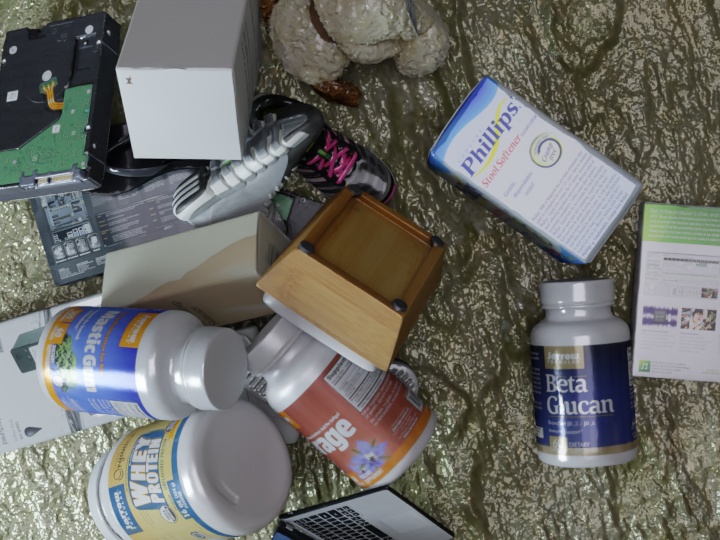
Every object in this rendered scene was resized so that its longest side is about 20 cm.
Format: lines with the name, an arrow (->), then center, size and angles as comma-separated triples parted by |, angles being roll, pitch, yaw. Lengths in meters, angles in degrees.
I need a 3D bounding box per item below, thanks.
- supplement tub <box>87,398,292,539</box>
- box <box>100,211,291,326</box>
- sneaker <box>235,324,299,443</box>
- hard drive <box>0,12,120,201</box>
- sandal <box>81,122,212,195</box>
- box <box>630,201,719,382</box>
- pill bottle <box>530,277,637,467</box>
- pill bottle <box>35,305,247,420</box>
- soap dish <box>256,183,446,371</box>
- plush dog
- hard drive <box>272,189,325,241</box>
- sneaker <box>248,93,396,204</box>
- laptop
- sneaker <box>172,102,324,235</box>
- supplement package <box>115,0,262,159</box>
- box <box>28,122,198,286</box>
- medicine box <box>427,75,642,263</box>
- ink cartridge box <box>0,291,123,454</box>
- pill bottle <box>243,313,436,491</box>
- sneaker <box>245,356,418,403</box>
supplement tub -> -0.188, 0.227, 1.273 | 0.200, 0.145, 0.145 | -24, 90, 39
box -> -0.175, 0.010, 1.282 | 0.199, 0.095, 0.078 | -15, 58, 24
sneaker -> -0.136, 0.115, 1.341 | 0.200, 0.078, 0.099 | 40, 88, -1
hard drive -> -0.341, -0.181, 1.304 | 0.139, 0.038, 0.201 | -7, 68, 22
sandal -> -0.231, -0.134, 1.303 | 0.199, 0.043, 0.076 | -13, 90, 3
box -> 0.383, 0.026, 1.336 | 0.144, 0.036, 0.201 | 5, 93, 2
pill bottle -> 0.245, 0.110, 1.305 | 0.111, 0.111, 0.201 | -4, 91, 3
pill bottle -> -0.221, 0.094, 1.202 | 0.199, 0.112, 0.113 | 1, 91, 27
soap dish -> 0.000, 0.000, 1.235 | 0.157, 0.200, 0.081 | 33, 124, 1
plush dog -> -0.023, -0.276, 1.305 | 0.172, 0.160, 0.200 | -32, 90, 26
hard drive -> -0.043, -0.005, 1.352 | 0.199, 0.038, 0.140 | 17, 92, 1
sneaker -> -0.050, -0.135, 1.324 | 0.200, 0.087, 0.074 | 35, 92, 1
laptop -> -0.015, 0.335, 1.265 | 0.199, 0.187, 0.116 | -19, 56, 18
sneaker -> -0.098, -0.093, 1.285 | 0.200, 0.075, 0.116 | -31, 124, 20
supplement package -> -0.178, -0.226, 1.261 | 0.121, 0.200, 0.120 | 2, 135, 3
box -> -0.276, -0.084, 1.354 | 0.199, 0.051, 0.158 | -17, 90, 3
medicine box -> 0.180, -0.103, 1.267 | 0.200, 0.182, 0.103 | 35, 92, 2
ink cartridge box -> -0.347, 0.114, 1.344 | 0.199, 0.084, 0.146 | -17, 91, 2
pill bottle -> -0.026, 0.130, 1.235 | 0.200, 0.112, 0.112 | 42, 92, -6
sneaker -> -0.038, 0.120, 1.328 | 0.199, 0.079, 0.079 | 9, 96, -6
